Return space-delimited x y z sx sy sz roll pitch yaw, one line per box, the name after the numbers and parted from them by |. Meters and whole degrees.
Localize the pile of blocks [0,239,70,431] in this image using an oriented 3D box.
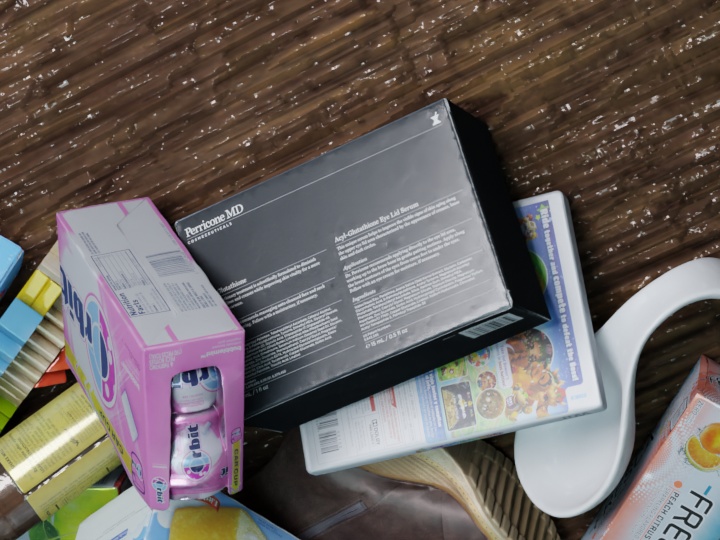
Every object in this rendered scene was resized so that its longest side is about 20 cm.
-0.235 0.073 1.521 0.062 0.082 0.200 36 114 -6 | pile of blocks

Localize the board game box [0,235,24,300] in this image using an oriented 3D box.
-0.356 0.024 1.475 0.200 0.196 0.056 30 158 -1 | board game box

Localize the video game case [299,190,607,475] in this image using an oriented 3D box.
0.049 0.041 1.443 0.199 0.018 0.144 -14 74 17 | video game case

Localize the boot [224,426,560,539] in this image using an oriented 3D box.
0.023 0.173 1.523 0.200 0.072 0.166 44 122 -5 | boot

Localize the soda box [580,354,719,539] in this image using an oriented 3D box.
0.201 0.157 1.472 0.068 0.064 0.200 29 115 -1 | soda box

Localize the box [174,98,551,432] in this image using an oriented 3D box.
0.000 0.000 1.412 0.199 0.079 0.142 -23 74 20 | box

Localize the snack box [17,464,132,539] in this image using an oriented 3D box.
-0.255 0.203 1.593 0.199 0.053 0.143 1 111 10 | snack box

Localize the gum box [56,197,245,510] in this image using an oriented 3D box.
-0.131 0.050 1.408 0.066 0.200 0.114 -10 121 -20 | gum box

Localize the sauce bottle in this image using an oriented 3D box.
-0.225 0.138 1.507 0.200 0.065 0.065 -35 103 -10 | sauce bottle

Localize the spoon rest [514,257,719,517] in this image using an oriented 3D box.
0.164 0.071 1.438 0.061 0.099 0.200 20 116 -41 | spoon rest

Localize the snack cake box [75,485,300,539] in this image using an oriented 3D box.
-0.087 0.220 1.510 0.200 0.067 0.115 33 136 -21 | snack cake box
